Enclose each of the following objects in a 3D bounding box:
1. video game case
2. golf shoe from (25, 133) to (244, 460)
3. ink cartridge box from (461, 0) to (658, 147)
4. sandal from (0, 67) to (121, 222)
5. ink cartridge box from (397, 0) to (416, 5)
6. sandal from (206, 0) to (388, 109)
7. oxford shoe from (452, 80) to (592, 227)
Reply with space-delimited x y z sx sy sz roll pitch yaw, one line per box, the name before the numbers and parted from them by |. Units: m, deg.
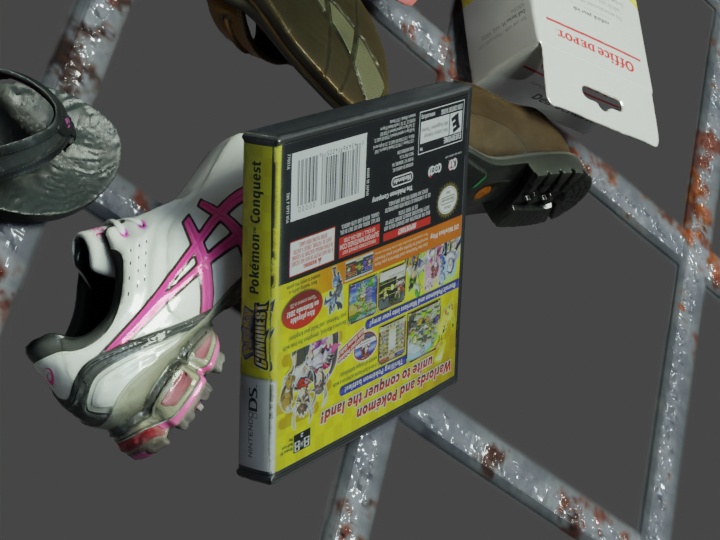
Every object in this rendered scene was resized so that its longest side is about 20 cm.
video game case | 0.000 0.000 0.975 0.200 0.025 0.182 -22 118 -55
golf shoe | -0.099 -0.006 0.928 0.092 0.072 0.200 41 49 -22
ink cartridge box | 0.129 -0.170 1.211 0.117 0.067 0.201 17 56 -38
sandal | -0.196 -0.071 0.880 0.200 0.048 0.076 10 66 -40
ink cartridge box | 0.050 -0.265 1.071 0.068 0.200 0.116 53 20 27
sandal | -0.065 -0.159 1.047 0.200 0.055 0.082 38 43 -7
oxford shoe | 0.050 -0.076 1.116 0.199 0.073 0.085 3 53 -44
